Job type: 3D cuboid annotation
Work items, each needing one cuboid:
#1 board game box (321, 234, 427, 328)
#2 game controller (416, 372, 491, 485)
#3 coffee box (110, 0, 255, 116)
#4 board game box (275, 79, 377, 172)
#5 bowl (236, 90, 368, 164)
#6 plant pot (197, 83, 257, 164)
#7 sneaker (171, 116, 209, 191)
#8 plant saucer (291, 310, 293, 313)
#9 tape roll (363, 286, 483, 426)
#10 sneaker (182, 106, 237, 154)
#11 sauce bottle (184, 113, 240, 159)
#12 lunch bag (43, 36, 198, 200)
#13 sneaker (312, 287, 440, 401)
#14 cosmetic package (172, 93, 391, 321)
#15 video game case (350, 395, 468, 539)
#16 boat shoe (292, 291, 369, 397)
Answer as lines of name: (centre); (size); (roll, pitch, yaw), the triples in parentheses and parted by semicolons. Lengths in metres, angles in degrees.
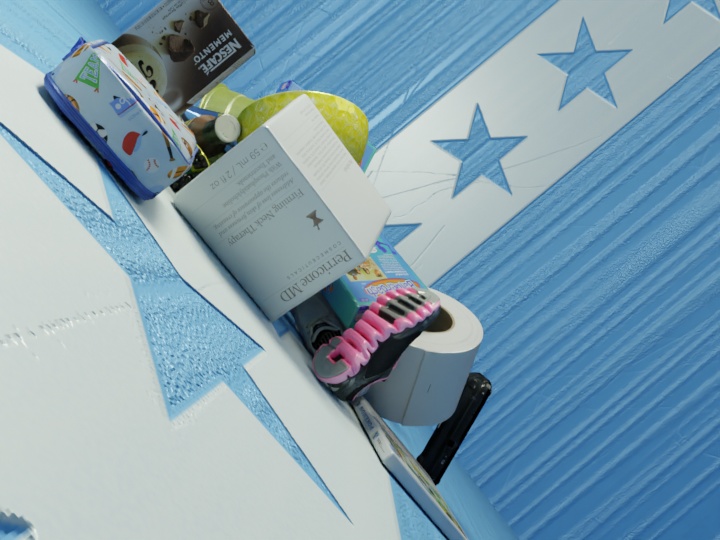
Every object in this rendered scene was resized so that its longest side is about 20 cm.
board game box: (0.000, 0.000, 1.153); (0.151, 0.045, 0.200); (-2, 40, -37)
game controller: (0.152, 0.260, 1.267); (0.042, 0.201, 0.104); (31, 1, 0)
coffee box: (-0.243, -0.261, 0.968); (0.113, 0.199, 0.080); (51, -1, -11)
board game box: (-0.083, -0.197, 1.291); (0.199, 0.153, 0.045); (35, -16, -29)
bowl: (-0.083, -0.160, 1.112); (0.200, 0.198, 0.109); (54, 31, -67)
plant pot: (-0.177, -0.226, 1.381); (0.188, 0.202, 0.200); (9, -11, 11)
sneaker: (-0.275, -0.185, 1.073); (0.201, 0.078, 0.085); (60, -7, 6)
plant saucer: (-0.083, 0.075, 1.356); (0.201, 0.051, 0.201); (51, -1, 1)
tape roll: (0.079, 0.127, 1.209); (0.201, 0.140, 0.203); (13, 25, -6)
sneaker: (-0.290, -0.233, 1.257); (0.198, 0.079, 0.066); (15, 2, -11)
sauce bottle: (-0.237, -0.197, 1.146); (0.199, 0.065, 0.065); (0, -46, 55)
lunch bag: (-0.240, -0.159, 0.772); (0.161, 0.075, 0.200); (49, 1, -22)
sneaker: (0.030, 0.103, 1.034); (0.079, 0.199, 0.096); (40, -20, 47)
cosmetic package: (-0.093, -0.083, 0.982); (0.201, 0.167, 0.167); (52, 26, -12)
video game case: (0.067, 0.282, 1.082); (0.201, 0.022, 0.182); (53, -2, -22)
boat shoe: (-0.047, 0.094, 1.134); (0.200, 0.073, 0.067); (51, -1, 32)
